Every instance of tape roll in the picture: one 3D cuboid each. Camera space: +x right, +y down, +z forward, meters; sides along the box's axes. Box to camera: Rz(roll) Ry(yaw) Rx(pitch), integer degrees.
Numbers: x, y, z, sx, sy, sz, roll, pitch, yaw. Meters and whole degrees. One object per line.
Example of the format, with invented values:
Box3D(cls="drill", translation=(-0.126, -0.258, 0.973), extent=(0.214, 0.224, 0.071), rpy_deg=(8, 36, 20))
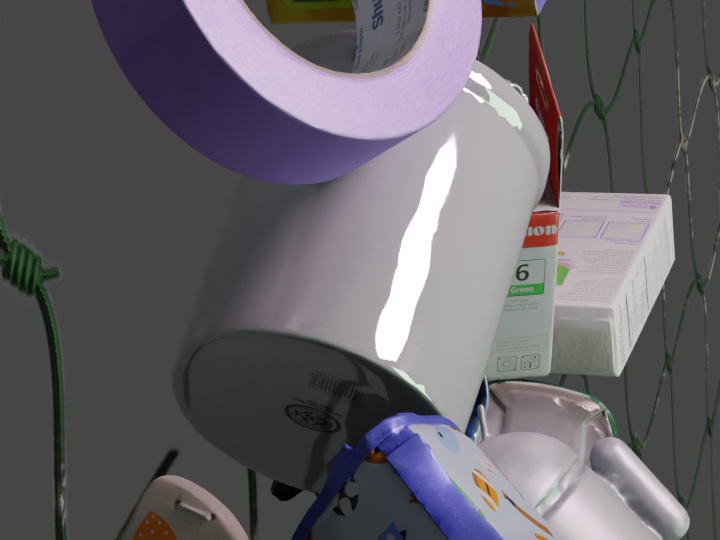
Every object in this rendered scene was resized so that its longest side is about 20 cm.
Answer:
Box3D(cls="tape roll", translation=(-0.035, -0.147, 1.048), extent=(0.199, 0.066, 0.201), rpy_deg=(16, 62, -33))

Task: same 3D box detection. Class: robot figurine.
Box3D(cls="robot figurine", translation=(0.111, 0.174, 1.210), extent=(0.170, 0.200, 0.113), rpy_deg=(-42, 178, -20))

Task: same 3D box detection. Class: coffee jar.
Box3D(cls="coffee jar", translation=(0.104, 0.136, 1.438), extent=(0.200, 0.104, 0.086), rpy_deg=(114, -14, -73))

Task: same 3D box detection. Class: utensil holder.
Box3D(cls="utensil holder", translation=(0.000, 0.000, 1.154), extent=(0.170, 0.169, 0.201), rpy_deg=(66, 35, -49))

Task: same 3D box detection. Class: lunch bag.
Box3D(cls="lunch bag", translation=(0.056, 0.168, 1.020), extent=(0.124, 0.170, 0.200), rpy_deg=(-36, 160, -13))

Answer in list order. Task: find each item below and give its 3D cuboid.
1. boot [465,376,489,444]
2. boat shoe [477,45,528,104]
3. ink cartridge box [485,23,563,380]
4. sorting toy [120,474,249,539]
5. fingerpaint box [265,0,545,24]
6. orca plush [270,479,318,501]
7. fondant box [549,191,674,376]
Box3D(cls="boot", translation=(0.045, 0.050, 1.351), extent=(0.073, 0.095, 0.201), rpy_deg=(18, 73, -45))
Box3D(cls="boat shoe", translation=(0.085, -0.108, 1.491), extent=(0.074, 0.068, 0.200), rpy_deg=(-79, 165, -71))
Box3D(cls="ink cartridge box", translation=(0.092, -0.041, 1.334), extent=(0.109, 0.050, 0.201), rpy_deg=(-99, -174, -51))
Box3D(cls="sorting toy", translation=(-0.027, 0.217, 1.040), extent=(0.107, 0.180, 0.200), rpy_deg=(-54, 147, -14))
Box3D(cls="fingerpaint box", translation=(0.015, -0.243, 1.180), extent=(0.073, 0.166, 0.201), rpy_deg=(-62, 146, -50))
Box3D(cls="orca plush", translation=(-0.015, 0.137, 1.250), extent=(0.105, 0.071, 0.201), rpy_deg=(76, 3, -57))
Box3D(cls="fondant box", translation=(0.140, 0.005, 1.555), extent=(0.200, 0.144, 0.059), rpy_deg=(-51, 138, -59))
